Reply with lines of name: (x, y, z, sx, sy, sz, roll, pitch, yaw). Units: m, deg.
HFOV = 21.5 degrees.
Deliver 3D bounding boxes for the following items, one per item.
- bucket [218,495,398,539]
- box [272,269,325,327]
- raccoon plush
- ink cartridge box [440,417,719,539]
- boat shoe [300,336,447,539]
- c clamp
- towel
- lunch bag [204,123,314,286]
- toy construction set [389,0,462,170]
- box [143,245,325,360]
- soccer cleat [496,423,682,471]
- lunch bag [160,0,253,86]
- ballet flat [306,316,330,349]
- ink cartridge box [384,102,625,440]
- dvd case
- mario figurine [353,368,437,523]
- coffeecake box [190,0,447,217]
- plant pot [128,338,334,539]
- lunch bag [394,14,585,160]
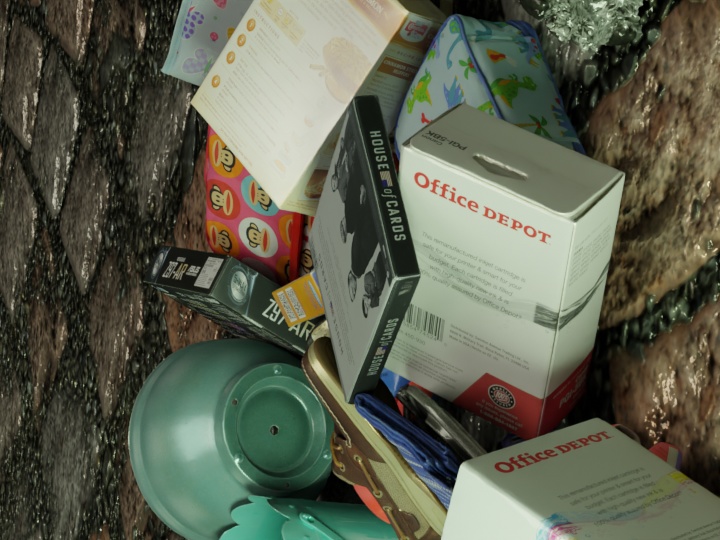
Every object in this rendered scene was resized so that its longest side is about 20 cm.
bucket: (-0.038, 0.301, 1.695, 0.207, 0.133, 0.210, -178, 90, -66)
box: (0.000, 0.000, 1.617, 0.042, 0.118, 0.200, 63, 166, -3)
raccoon plush: (0.170, -0.258, 1.360, 0.134, 0.096, 0.201, -53, 40, 39)
ink cartridge box: (0.160, 0.212, 1.191, 0.199, 0.144, 0.146, 34, 122, 37)
boat shoe: (0.005, 0.145, 1.519, 0.072, 0.201, 0.072, -30, 21, 20)
c clamp: (0.092, 0.149, 1.401, 0.200, 0.027, 0.171, 46, 171, 22)
towel: (0.077, 0.180, 1.425, 0.024, 0.200, 0.145, -43, 29, -9)
lunch bag: (-0.058, -0.071, 1.765, 0.175, 0.082, 0.201, 25, 134, 21)
toy construction set: (0.029, -0.189, 1.649, 0.130, 0.092, 0.203, -6, 90, 40)
box: (-0.108, 0.037, 1.844, 0.044, 0.159, 0.200, -62, 23, -9)
soccer cleat: (0.166, 0.140, 1.368, 0.074, 0.068, 0.200, -66, 25, -1)
lunch bag: (-0.076, -0.259, 1.776, 0.128, 0.168, 0.201, -75, 6, -49)
ballet flat: (-0.007, 0.077, 1.685, 0.057, 0.066, 0.200, 57, 174, 20)
ink cartridge box: (0.100, 0.001, 1.370, 0.146, 0.083, 0.202, 26, 131, 25)
dvd case: (0.000, -0.011, 1.406, 0.201, 0.024, 0.152, 109, 152, -59)
mario figurine: (0.050, 0.120, 1.624, 0.124, 0.105, 0.202, 55, -139, -71)
coffeecake box: (-0.033, -0.172, 1.598, 0.154, 0.073, 0.201, 49, 115, 34)
plant pot: (-0.101, 0.155, 1.779, 0.134, 0.198, 0.203, -21, 69, 59)
lunch bag: (0.099, -0.089, 1.497, 0.161, 0.082, 0.201, 117, 145, -41)
